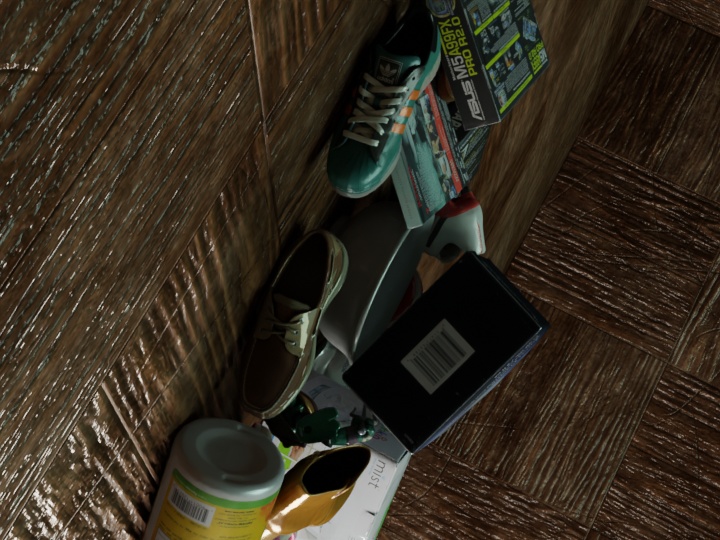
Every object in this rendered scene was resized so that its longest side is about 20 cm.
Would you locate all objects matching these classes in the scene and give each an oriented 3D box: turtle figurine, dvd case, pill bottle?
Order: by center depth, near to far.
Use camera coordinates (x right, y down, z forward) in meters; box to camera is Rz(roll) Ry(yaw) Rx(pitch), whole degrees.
[{"bbox_3d":[-0.153,0.254,1.329,0.111,0.110,0.201,-44,158,-61],"label":"pill bottle"},{"bbox_3d":[-0.056,0.146,1.472,0.101,0.149,0.200,-49,173,-5],"label":"turtle figurine"},{"bbox_3d":[0.067,-0.140,1.487,0.200,0.022,0.147,-44,118,-66],"label":"dvd case"}]

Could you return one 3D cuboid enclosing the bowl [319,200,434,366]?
[{"bbox_3d":[0.000,0.000,1.532,0.202,0.090,0.201,-61,169,-20],"label":"bowl"}]

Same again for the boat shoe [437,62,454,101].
[{"bbox_3d":[0.127,-0.271,1.583,0.073,0.076,0.201,-22,-145,35],"label":"boat shoe"}]

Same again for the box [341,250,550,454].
[{"bbox_3d":[0.104,0.090,1.545,0.200,0.123,0.198,-44,172,7],"label":"box"}]

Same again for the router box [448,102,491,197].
[{"bbox_3d":[0.127,-0.160,1.878,0.200,0.051,0.150,-51,162,-51],"label":"router box"}]

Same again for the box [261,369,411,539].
[{"bbox_3d":[-0.045,0.251,1.680,0.097,0.175,0.201,-44,157,-60],"label":"box"}]

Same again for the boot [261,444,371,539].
[{"bbox_3d":[-0.029,0.215,1.416,0.144,0.071,0.201,-40,172,39],"label":"boot"}]

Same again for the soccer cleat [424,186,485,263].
[{"bbox_3d":[0.082,-0.049,1.642,0.068,0.086,0.199,-22,-171,-30],"label":"soccer cleat"}]

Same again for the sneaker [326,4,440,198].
[{"bbox_3d":[0.019,-0.167,1.307,0.080,0.071,0.201,81,31,-65],"label":"sneaker"}]

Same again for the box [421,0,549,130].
[{"bbox_3d":[0.136,-0.260,1.462,0.200,0.044,0.161,-49,124,-55],"label":"box"}]

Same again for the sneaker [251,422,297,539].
[{"bbox_3d":[-0.111,0.262,1.481,0.081,0.088,0.201,-44,-147,46],"label":"sneaker"}]

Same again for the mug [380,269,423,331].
[{"bbox_3d":[0.018,0.044,1.738,0.132,0.179,0.200,-24,157,-6],"label":"mug"}]

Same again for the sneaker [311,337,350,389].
[{"bbox_3d":[-0.039,0.173,1.766,0.075,0.087,0.201,-58,169,-35],"label":"sneaker"}]

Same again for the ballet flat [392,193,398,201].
[{"bbox_3d":[0.079,-0.107,1.728,0.046,0.067,0.201,-18,139,-29],"label":"ballet flat"}]

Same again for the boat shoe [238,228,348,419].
[{"bbox_3d":[-0.074,0.047,1.355,0.072,0.075,0.202,68,40,-72],"label":"boat shoe"}]
